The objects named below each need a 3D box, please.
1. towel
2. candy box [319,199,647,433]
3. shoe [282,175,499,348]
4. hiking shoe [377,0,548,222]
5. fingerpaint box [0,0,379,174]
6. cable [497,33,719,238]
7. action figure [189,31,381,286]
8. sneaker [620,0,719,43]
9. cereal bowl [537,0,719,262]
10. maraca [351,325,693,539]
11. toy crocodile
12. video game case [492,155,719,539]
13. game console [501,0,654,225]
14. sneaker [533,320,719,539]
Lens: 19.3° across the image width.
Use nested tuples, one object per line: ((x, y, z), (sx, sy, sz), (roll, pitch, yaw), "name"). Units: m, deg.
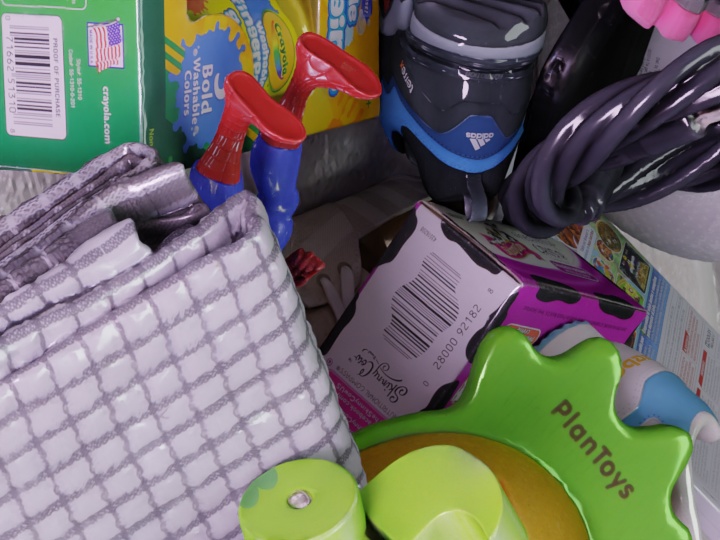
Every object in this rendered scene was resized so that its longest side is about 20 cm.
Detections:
((-0.103, 0.070, 0.666), (0.200, 0.086, 0.166), (-33, 129, -15), "towel")
((0.019, 0.075, 0.881), (0.200, 0.061, 0.136), (-56, 153, 11), "candy box")
((0.000, 0.000, 0.914), (0.200, 0.053, 0.070), (-39, 112, -54), "shoe")
((0.026, -0.087, 0.888), (0.200, 0.074, 0.087), (-103, -160, -73), "hiking shoe")
((-0.061, -0.145, 0.771), (0.167, 0.073, 0.201), (-21, 114, -59), "fingerpaint box")
((0.132, -0.049, 0.846), (0.200, 0.163, 0.051), (119, -53, -79), "cable")
((-0.048, 0.004, 0.774), (0.065, 0.052, 0.200), (-40, 166, -42), "action figure")
((0.090, -0.154, 0.810), (0.096, 0.199, 0.079), (-89, -159, -45), "sneaker")
((0.173, -0.095, 1.071), (0.083, 0.199, 0.201), (-30, 121, -53), "cereal bowl")
((0.033, 0.110, 0.772), (0.200, 0.107, 0.137), (-42, 106, -5), "maraca")
((-0.041, 0.116, 0.636), (0.200, 0.062, 0.068), (-28, 126, -18), "toy crocodile")
((0.131, 0.034, 1.058), (0.200, 0.018, 0.143), (45, 31, -13), "video game case")
((0.076, -0.133, 0.946), (0.176, 0.116, 0.200), (-57, 170, -17), "game console")
((0.087, 0.125, 0.862), (0.076, 0.081, 0.201), (-22, 131, -44), "sneaker")
